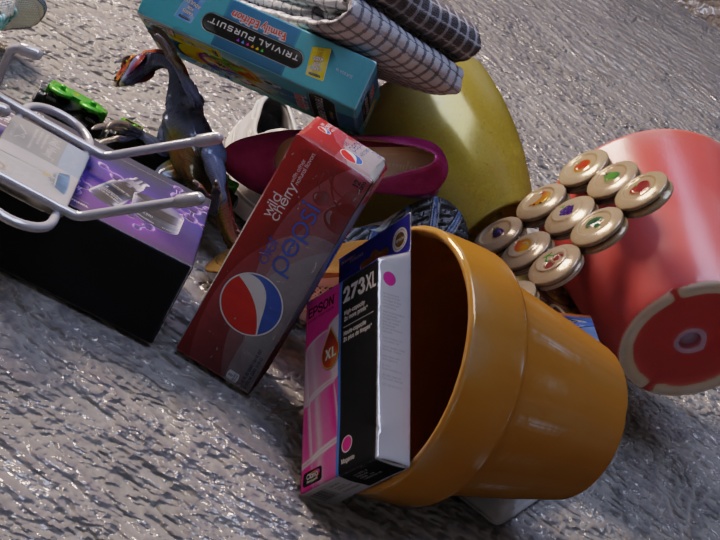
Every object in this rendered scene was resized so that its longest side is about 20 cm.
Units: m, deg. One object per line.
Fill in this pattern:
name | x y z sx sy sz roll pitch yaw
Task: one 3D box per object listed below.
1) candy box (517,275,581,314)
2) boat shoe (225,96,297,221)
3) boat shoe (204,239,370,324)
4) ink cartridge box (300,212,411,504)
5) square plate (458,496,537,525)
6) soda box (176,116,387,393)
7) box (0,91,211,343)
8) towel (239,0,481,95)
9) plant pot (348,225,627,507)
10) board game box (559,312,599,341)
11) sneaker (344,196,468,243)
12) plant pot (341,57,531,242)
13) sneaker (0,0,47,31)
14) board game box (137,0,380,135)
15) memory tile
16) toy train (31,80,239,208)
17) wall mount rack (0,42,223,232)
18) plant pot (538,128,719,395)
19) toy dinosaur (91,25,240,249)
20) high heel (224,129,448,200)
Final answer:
candy box | 0.172 0.060 1.890 0.115 0.055 0.200 27 23 -11
boat shoe | -0.081 -0.100 1.886 0.072 0.069 0.200 27 23 -13
boat shoe | -0.035 0.016 1.647 0.199 0.070 0.071 3 31 33
ink cartridge box | -0.002 0.060 1.484 0.037 0.095 0.201 20 58 -29
square plate | 0.080 0.117 1.687 0.198 0.028 0.200 39 23 17
soda box | -0.059 -0.011 1.546 0.070 0.200 0.063 32 20 3
box | -0.224 -0.045 1.575 0.199 0.079 0.141 27 19 -10
towel | -0.015 -0.228 1.783 0.200 0.086 0.165 20 -3 45
plant pot | 0.091 0.088 1.532 0.183 0.201 0.200 19 24 -31
board game box | 0.099 0.049 1.742 0.199 0.020 0.103 5 14 1
sneaker | 0.000 0.000 1.761 0.199 0.077 0.076 -17 79 -32
plant pot | 0.077 -0.077 1.895 0.200 0.200 0.142 -1 46 -53
sneaker | -0.350 -0.214 1.802 0.200 0.078 0.086 -9 56 -49
board game box | -0.084 -0.184 1.760 0.199 0.047 0.151 24 -4 4
memory tile | 0.161 -0.032 1.771 0.017 0.200 0.153 55 -10 -26
toy train | -0.195 -0.107 1.798 0.200 0.042 0.056 29 11 -6
wall mount rack | -0.197 -0.087 1.497 0.173 0.075 0.200 27 25 -9
plant pot | 0.277 0.003 1.857 0.200 0.201 0.178 19 37 -28
toy dinosaur | -0.157 -0.108 1.754 0.200 0.105 0.182 51 25 -33
high heel | -0.024 -0.094 1.771 0.199 0.068 0.096 12 -12 4
